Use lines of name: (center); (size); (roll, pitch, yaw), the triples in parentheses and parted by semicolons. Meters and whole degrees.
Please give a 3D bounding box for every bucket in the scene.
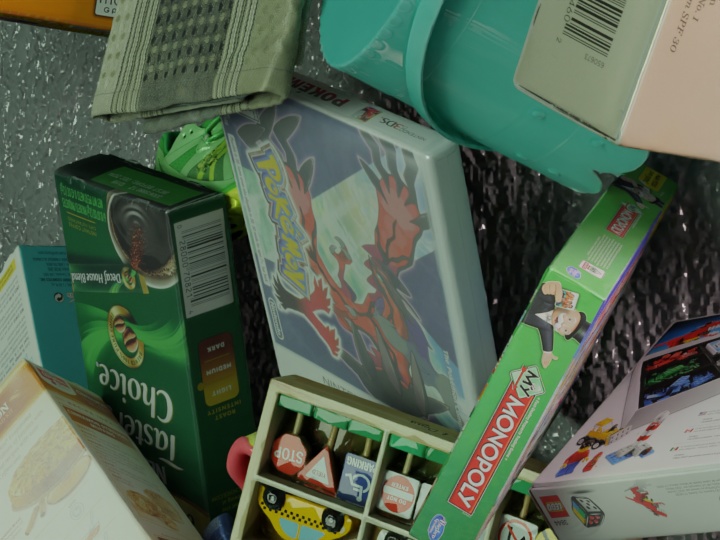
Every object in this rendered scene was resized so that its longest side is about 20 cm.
bucket: (0.077, -0.150, 1.095); (0.207, 0.134, 0.209); (-161, 90, -74)

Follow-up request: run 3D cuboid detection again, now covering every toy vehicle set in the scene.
toy vehicle set: (0.032, 0.140, 1.184); (0.199, 0.026, 0.125); (18, 100, 24)

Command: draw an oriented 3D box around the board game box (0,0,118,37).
board game box: (-0.209, -0.248, 1.412); (0.200, 0.198, 0.202); (-151, 69, -80)

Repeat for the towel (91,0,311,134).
towel: (-0.062, -0.167, 1.218); (0.192, 0.034, 0.202); (-1, 73, 57)

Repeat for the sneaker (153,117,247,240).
sneaker: (-0.062, -0.067, 1.359); (0.199, 0.074, 0.084); (-14, 78, 50)

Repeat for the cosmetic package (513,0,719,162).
cosmetic package: (0.167, -0.096, 0.980); (0.073, 0.199, 0.104); (35, 113, 48)

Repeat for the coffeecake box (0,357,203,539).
coffeecake box: (-0.168, 0.172, 1.327); (0.154, 0.073, 0.200); (-49, 49, 8)

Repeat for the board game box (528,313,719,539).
board game box: (0.177, 0.057, 1.012); (0.199, 0.126, 0.035); (-13, 115, 50)

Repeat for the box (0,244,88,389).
box: (-0.186, 0.091, 1.503); (0.082, 0.049, 0.201); (-46, 51, 50)

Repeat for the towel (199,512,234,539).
towel: (-0.090, 0.240, 1.363); (0.200, 0.024, 0.148); (-52, 48, 49)

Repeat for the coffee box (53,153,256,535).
coffee box: (-0.113, 0.044, 1.378); (0.123, 0.044, 0.202); (20, 123, 49)

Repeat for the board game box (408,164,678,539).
board game box: (0.085, 0.035, 1.084); (0.029, 0.200, 0.135); (30, 111, 7)

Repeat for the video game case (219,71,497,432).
video game case: (0.000, 0.000, 1.228); (0.182, 0.023, 0.201); (27, 137, 47)

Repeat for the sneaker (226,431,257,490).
sneaker: (-0.026, 0.171, 1.270); (0.078, 0.090, 0.201); (-37, 59, 41)
